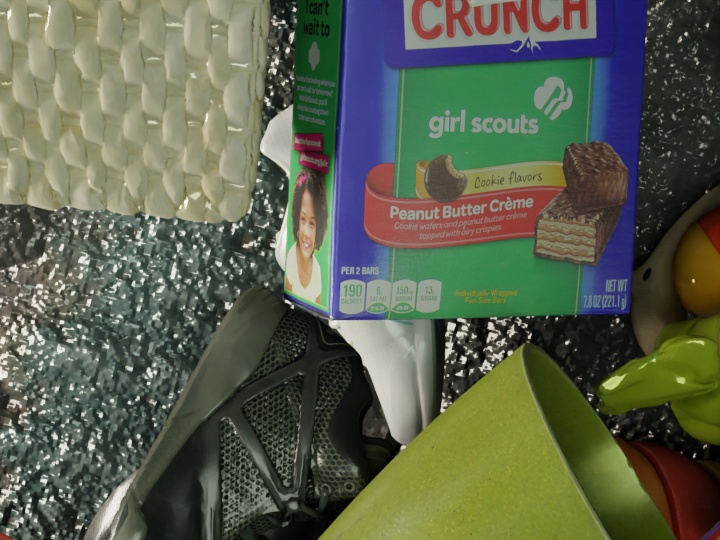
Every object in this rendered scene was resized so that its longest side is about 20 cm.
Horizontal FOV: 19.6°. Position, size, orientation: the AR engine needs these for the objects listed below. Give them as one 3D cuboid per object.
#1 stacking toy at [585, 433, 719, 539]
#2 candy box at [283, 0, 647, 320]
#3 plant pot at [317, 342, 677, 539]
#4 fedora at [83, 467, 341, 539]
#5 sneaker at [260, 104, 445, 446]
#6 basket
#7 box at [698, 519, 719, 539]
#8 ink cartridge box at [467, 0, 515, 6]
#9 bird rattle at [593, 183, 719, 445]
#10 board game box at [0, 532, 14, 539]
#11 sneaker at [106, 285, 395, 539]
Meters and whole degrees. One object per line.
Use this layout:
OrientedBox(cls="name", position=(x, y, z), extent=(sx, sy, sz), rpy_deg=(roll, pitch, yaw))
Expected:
OrientedBox(cls="stacking toy", position=(0.179, 0.150, 1.157), extent=(0.199, 0.146, 0.147), rpy_deg=(1, 110, -23))
OrientedBox(cls="candy box", position=(0.053, -0.080, 1.032), extent=(0.168, 0.077, 0.201), rpy_deg=(-1, 97, -24))
OrientedBox(cls="plant pot", position=(0.044, 0.165, 0.986), extent=(0.200, 0.187, 0.187), rpy_deg=(-32, 108, 11))
OrientedBox(cls="fedora", position=(-0.064, 0.160, 1.149), extent=(0.177, 0.090, 0.200), rpy_deg=(33, 105, -12))
OrientedBox(cls="sneaker", position=(0.000, 0.000, 1.113), extent=(0.080, 0.070, 0.201), rpy_deg=(-11, 102, 7))
OrientedBox(cls="basket", position=(-0.136, -0.143, 0.970), extent=(0.197, 0.161, 0.200), rpy_deg=(3, 139, -5))
OrientedBox(cls="box", position=(0.269, 0.141, 1.116), extent=(0.137, 0.039, 0.200), rpy_deg=(-43, 144, 2))
OrientedBox(cls="ink cartridge box", position=(0.080, -0.190, 0.960), extent=(0.117, 0.200, 0.067), rpy_deg=(-11, 145, -29))
OrientedBox(cls="bird rattle", position=(0.199, 0.002, 1.065), extent=(0.112, 0.163, 0.200), rpy_deg=(29, 109, -25))
OrientedBox(cls="board game box", position=(-0.168, 0.238, 1.126), extent=(0.153, 0.040, 0.200), rpy_deg=(29, 136, 11))
OrientedBox(cls="sneaker", position=(-0.054, 0.118, 1.032), extent=(0.114, 0.076, 0.200), rpy_deg=(29, 78, 8))
